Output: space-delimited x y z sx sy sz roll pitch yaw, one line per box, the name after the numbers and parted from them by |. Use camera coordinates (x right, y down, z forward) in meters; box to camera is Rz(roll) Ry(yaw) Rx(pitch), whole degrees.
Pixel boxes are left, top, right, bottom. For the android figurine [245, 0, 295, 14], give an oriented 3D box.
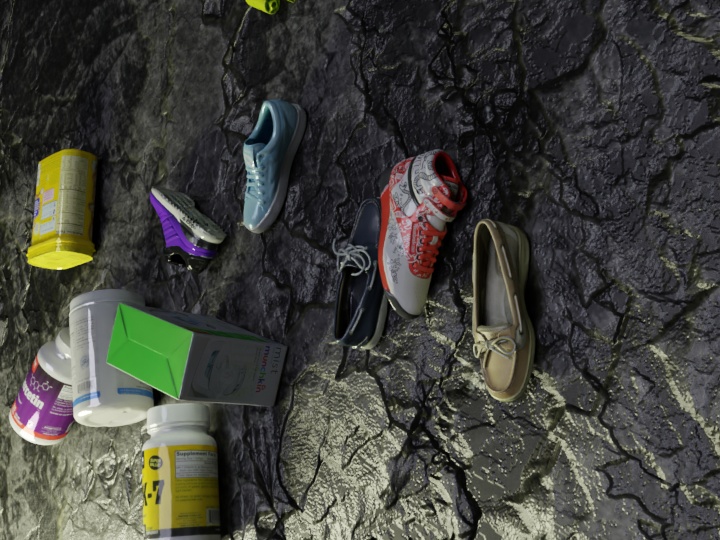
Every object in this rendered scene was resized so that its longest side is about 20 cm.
-0.128 -0.499 1.491 0.199 0.041 0.184 36 107 41 | android figurine

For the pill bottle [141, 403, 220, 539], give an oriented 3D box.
-0.267 0.306 1.407 0.113 0.113 0.203 -20 67 40 | pill bottle

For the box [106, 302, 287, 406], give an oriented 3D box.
-0.237 0.124 1.370 0.198 0.175 0.098 15 92 45 | box

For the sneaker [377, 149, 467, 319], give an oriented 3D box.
0.079 -0.049 1.169 0.107 0.067 0.205 -20 65 43 | sneaker

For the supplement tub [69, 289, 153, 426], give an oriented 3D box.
-0.414 0.147 1.574 0.131 0.131 0.203 -25 63 38 | supplement tub

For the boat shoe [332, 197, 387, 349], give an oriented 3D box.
0.000 0.000 1.241 0.074 0.061 0.203 8 87 47 | boat shoe

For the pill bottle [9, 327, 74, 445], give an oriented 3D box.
-0.544 0.206 1.705 0.113 0.112 0.202 46 113 40 | pill bottle

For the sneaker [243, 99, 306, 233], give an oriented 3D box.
-0.150 -0.158 1.409 0.073 0.081 0.203 21 96 46 | sneaker

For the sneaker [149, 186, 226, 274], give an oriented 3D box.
-0.301 -0.062 1.549 0.200 0.069 0.101 40 112 42 | sneaker

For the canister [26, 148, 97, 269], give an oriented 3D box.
-0.567 -0.117 1.815 0.147 0.086 0.203 -13 71 42 | canister

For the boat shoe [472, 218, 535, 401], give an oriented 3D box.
0.154 0.045 1.076 0.073 0.063 0.204 -4 78 44 | boat shoe
